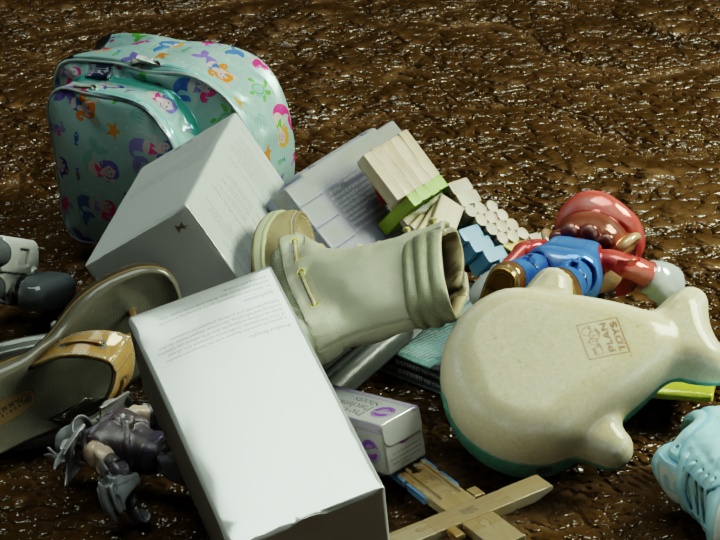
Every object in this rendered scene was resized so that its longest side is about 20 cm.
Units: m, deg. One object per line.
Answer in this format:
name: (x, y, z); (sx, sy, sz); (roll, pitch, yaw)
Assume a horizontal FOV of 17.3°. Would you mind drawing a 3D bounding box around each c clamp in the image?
c clamp: (-0.224, 0.077, 1.775); (0.170, 0.027, 0.200); (-8, 25, -11)

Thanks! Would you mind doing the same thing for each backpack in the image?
backpack: (-0.160, -0.105, 1.998); (0.199, 0.179, 0.151); (5, 26, 22)

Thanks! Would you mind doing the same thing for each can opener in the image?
can opener: (-0.276, 0.001, 1.829); (0.066, 0.054, 0.200); (8, 0, 13)
can opener: (0.004, 0.043, 1.775); (0.200, 0.054, 0.067); (-40, 17, -35)

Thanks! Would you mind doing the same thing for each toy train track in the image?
toy train track: (0.055, 0.158, 1.570); (0.114, 0.033, 0.200); (-19, 22, -19)

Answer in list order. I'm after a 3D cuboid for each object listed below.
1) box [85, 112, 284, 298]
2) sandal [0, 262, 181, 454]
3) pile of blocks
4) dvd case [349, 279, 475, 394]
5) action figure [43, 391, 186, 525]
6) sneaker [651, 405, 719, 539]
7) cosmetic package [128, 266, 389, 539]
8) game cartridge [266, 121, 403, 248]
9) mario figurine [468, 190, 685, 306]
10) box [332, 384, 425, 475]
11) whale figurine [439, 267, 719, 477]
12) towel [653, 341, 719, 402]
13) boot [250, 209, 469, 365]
box: (-0.119, -0.017, 1.827); (0.097, 0.125, 0.200); (-29, 16, 19)
sandal: (-0.202, 0.070, 1.669); (0.199, 0.082, 0.054); (-31, 29, -25)
pile of blocks: (0.072, -0.027, 1.893); (0.200, 0.062, 0.082); (35, 47, -9)
dvd case: (0.108, 0.061, 1.793); (0.199, 0.022, 0.146); (20, 32, 39)
action figure: (-0.124, 0.127, 1.613); (0.199, 0.070, 0.130); (1, 31, 18)
sneaker: (0.229, 0.144, 1.545); (0.081, 0.074, 0.200); (-4, 14, 15)
cosmetic package: (-0.066, 0.107, 1.518); (0.107, 0.085, 0.201); (-19, 52, -10)
game cartridge: (0.011, -0.041, 1.912); (0.130, 0.038, 0.200); (49, 33, 4)
mario figurine: (0.163, 0.016, 1.779); (0.123, 0.106, 0.200); (42, 28, 10)
box: (-0.040, 0.101, 1.663); (0.041, 0.039, 0.199); (-26, 26, -39)
whale figurine: (0.153, 0.074, 1.637); (0.199, 0.104, 0.160); (-14, 59, -10)
towel: (0.162, 0.068, 1.730); (0.199, 0.018, 0.086); (5, 28, 13)
boot: (0.000, 0.000, 1.704); (0.154, 0.072, 0.200); (-20, 27, 11)
